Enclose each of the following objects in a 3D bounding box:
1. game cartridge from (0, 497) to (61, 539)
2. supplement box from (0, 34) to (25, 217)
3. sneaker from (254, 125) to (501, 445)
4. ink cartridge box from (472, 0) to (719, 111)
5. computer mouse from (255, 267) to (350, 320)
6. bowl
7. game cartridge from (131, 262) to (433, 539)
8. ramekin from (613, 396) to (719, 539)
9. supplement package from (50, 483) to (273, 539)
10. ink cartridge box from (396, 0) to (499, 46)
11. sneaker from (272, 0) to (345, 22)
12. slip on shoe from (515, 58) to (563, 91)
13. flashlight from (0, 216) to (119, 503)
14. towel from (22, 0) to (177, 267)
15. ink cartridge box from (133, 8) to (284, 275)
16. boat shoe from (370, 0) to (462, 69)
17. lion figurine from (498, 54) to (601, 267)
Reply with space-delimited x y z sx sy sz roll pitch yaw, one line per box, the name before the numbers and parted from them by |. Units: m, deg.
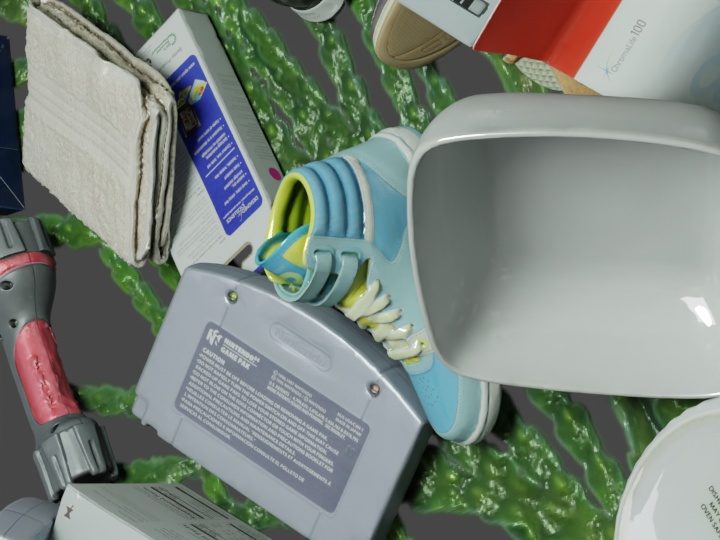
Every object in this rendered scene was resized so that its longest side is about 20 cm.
game cartridge | -0.231 0.220 1.845 0.041 0.200 0.134 22 90 7
supplement box | -0.387 -0.094 2.000 0.199 0.199 0.135 -15 76 39
sneaker | 0.004 0.021 1.664 0.079 0.130 0.201 -24 82 55
ink cartridge box | 0.174 -0.162 1.503 0.047 0.199 0.161 48 117 34
computer mouse | 0.000 0.000 1.764 0.199 0.034 0.059 -26 85 30
bowl | 0.130 -0.024 1.538 0.198 0.201 0.075 3 46 12
game cartridge | -0.047 0.084 1.761 0.199 0.041 0.134 33 115 22
ramekin | 0.228 0.155 1.501 0.201 0.094 0.204 -4 84 42
supplement package | -0.113 0.248 1.787 0.199 0.110 0.157 26 104 40
ink cartridge box | 0.084 -0.243 1.593 0.200 0.175 0.084 -52 22 23
sneaker | -0.036 -0.264 1.772 0.066 0.090 0.202 14 96 40
slip on shoe | 0.158 -0.179 1.618 0.074 0.061 0.200 37 129 -3
flashlight | -0.222 0.062 1.932 0.068 0.068 0.201 -27 68 11
towel | -0.185 -0.096 1.889 0.200 0.034 0.133 36 127 50
ink cartridge box | -0.106 -0.070 1.857 0.095 0.037 0.201 -42 58 31
boat shoe | 0.063 -0.218 1.699 0.201 0.072 0.065 -60 39 25
lion figurine | 0.115 -0.074 1.616 0.122 0.073 0.200 39 121 -5
